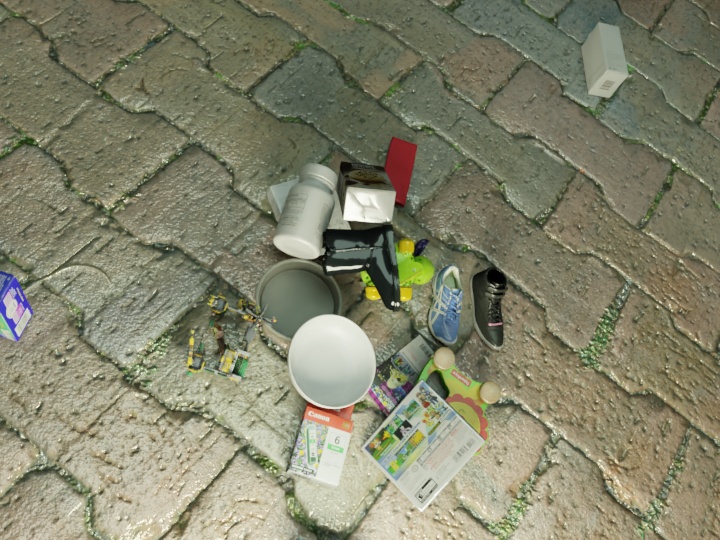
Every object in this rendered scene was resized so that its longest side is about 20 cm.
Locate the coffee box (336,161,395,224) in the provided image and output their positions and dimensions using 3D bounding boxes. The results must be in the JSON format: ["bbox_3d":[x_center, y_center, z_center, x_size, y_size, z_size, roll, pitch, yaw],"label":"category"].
[{"bbox_3d":[0.009,-0.184,1.485,0.111,0.081,0.201,4,24,-9],"label":"coffee box"}]

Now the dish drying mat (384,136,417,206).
[{"bbox_3d":[0.099,-0.263,1.689,0.076,0.018,0.202,17,61,-7],"label":"dish drying mat"}]

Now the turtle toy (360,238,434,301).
[{"bbox_3d":[0.084,-0.003,1.511,0.197,0.101,0.148,3,90,-12],"label":"turtle toy"}]

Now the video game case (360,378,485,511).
[{"bbox_3d":[0.129,0.365,1.337,0.182,0.022,0.200,43,92,13],"label":"video game case"}]

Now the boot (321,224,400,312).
[{"bbox_3d":[0.000,0.000,1.409,0.165,0.076,0.203,-7,83,-2],"label":"boot"}]

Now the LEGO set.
[{"bbox_3d":[-0.278,0.142,1.321,0.152,0.116,0.202,28,74,-3],"label":"LEGO set"}]

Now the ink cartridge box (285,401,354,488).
[{"bbox_3d":[-0.076,0.339,1.338,0.108,0.050,0.202,19,62,-5],"label":"ink cartridge box"}]

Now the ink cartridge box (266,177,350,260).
[{"bbox_3d":[-0.121,-0.131,1.561,0.161,0.057,0.202,-20,86,-22],"label":"ink cartridge box"}]

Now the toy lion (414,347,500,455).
[{"bbox_3d":[0.200,0.300,1.388,0.199,0.069,0.192,36,70,4],"label":"toy lion"}]

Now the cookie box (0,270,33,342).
[{"bbox_3d":[-0.762,0.046,1.230,0.197,0.172,0.076,19,58,-4],"label":"cookie box"}]

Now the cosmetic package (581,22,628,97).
[{"bbox_3d":[0.763,-0.660,1.999,0.080,0.113,0.203,8,66,-10],"label":"cosmetic package"}]

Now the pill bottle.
[{"bbox_3d":[-0.121,-0.139,1.475,0.113,0.114,0.202,18,70,-5],"label":"pill bottle"}]

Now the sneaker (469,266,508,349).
[{"bbox_3d":[0.318,0.084,1.535,0.070,0.099,0.203,-2,67,-17],"label":"sneaker"}]

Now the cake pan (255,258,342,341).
[{"bbox_3d":[-0.142,0.071,1.455,0.197,0.037,0.203,6,64,-12],"label":"cake pan"}]

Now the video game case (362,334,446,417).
[{"bbox_3d":[0.128,0.274,1.430,0.180,0.036,0.201,-34,78,-26],"label":"video game case"}]

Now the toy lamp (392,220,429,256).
[{"bbox_3d":[0.079,-0.115,1.590,0.199,0.058,0.058,36,62,5],"label":"toy lamp"}]

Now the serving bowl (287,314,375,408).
[{"bbox_3d":[-0.069,0.200,1.374,0.197,0.066,0.203,8,68,-20],"label":"serving bowl"}]

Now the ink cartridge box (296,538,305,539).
[{"bbox_3d":[-0.042,0.599,1.214,0.197,0.068,0.116,18,62,-6],"label":"ink cartridge box"}]

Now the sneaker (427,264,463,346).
[{"bbox_3d":[0.205,0.079,1.520,0.075,0.077,0.203,6,65,-13],"label":"sneaker"}]
